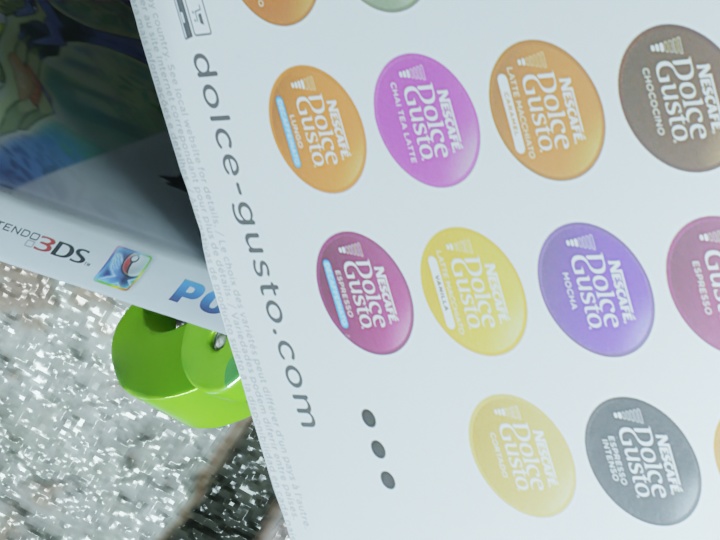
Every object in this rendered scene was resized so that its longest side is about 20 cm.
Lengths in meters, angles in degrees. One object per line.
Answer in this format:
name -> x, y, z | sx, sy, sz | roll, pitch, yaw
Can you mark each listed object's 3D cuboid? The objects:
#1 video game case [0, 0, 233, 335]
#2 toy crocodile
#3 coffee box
video game case -> -0.071, -0.056, 0.682 | 0.182, 0.200, 0.022 | 20, 118, -42
toy crocodile -> 0.000, 0.000, 0.834 | 0.200, 0.062, 0.067 | -34, 145, 31
coffee box -> 0.091, -0.052, 0.592 | 0.197, 0.200, 0.200 | -1, 111, 46
